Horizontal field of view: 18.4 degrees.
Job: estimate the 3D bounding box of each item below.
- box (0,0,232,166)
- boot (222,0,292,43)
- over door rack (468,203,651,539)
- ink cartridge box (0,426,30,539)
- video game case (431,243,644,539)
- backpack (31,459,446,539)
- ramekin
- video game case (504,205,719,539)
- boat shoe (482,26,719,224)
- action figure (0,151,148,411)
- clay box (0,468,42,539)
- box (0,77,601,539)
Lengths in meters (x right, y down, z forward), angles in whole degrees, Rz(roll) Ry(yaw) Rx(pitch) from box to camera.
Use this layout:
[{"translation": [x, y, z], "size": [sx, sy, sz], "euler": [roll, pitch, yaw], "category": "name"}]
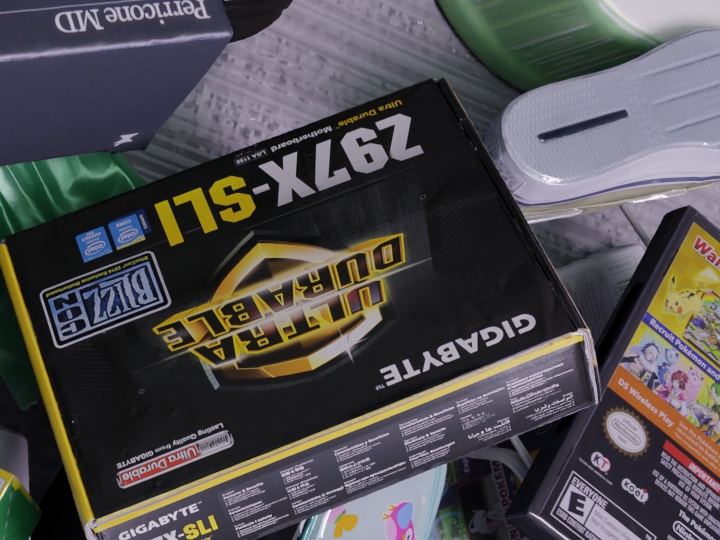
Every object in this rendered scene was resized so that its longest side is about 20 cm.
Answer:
[{"translation": [-0.163, -0.149, 0.892], "size": [0.148, 0.107, 0.200], "euler": [-11, 73, -32], "category": "box"}, {"translation": [-0.068, -0.224, 1.002], "size": [0.079, 0.211, 0.158], "euler": [-3, 44, -9], "category": "boot"}, {"translation": [0.094, 0.024, 1.076], "size": [0.148, 0.067, 0.200], "euler": [-24, 87, -32], "category": "over door rack"}, {"translation": [-0.178, 0.165, 0.874], "size": [0.039, 0.099, 0.200], "euler": [35, 46, -64], "category": "ink cartridge box"}, {"translation": [0.092, 0.105, 1.115], "size": [0.182, 0.023, 0.200], "euler": [-18, 97, -31], "category": "video game case"}, {"translation": [-0.052, 0.120, 0.938], "size": [0.153, 0.176, 0.200], "euler": [30, 73, -43], "category": "backpack"}, {"translation": [0.135, -0.187, 1.116], "size": [0.200, 0.098, 0.200], "euler": [2, 85, -31], "category": "ramekin"}, {"translation": [0.183, 0.100, 1.049], "size": [0.200, 0.025, 0.181], "euler": [39, 63, -16], "category": "video game case"}, {"translation": [0.135, -0.067, 1.050], "size": [0.200, 0.062, 0.072], "euler": [-12, 74, -28], "category": "boat shoe"}, {"translation": [-0.156, -0.054, 0.955], "size": [0.118, 0.055, 0.200], "euler": [-36, 98, -27], "category": "action figure"}, {"translation": [-0.237, 0.096, 0.849], "size": [0.115, 0.200, 0.048], "euler": [-62, 160, -19], "category": "clay box"}, {"translation": [-0.028, 0.019, 0.872], "size": [0.200, 0.160, 0.049], "euler": [-21, 136, -5], "category": "box"}]
